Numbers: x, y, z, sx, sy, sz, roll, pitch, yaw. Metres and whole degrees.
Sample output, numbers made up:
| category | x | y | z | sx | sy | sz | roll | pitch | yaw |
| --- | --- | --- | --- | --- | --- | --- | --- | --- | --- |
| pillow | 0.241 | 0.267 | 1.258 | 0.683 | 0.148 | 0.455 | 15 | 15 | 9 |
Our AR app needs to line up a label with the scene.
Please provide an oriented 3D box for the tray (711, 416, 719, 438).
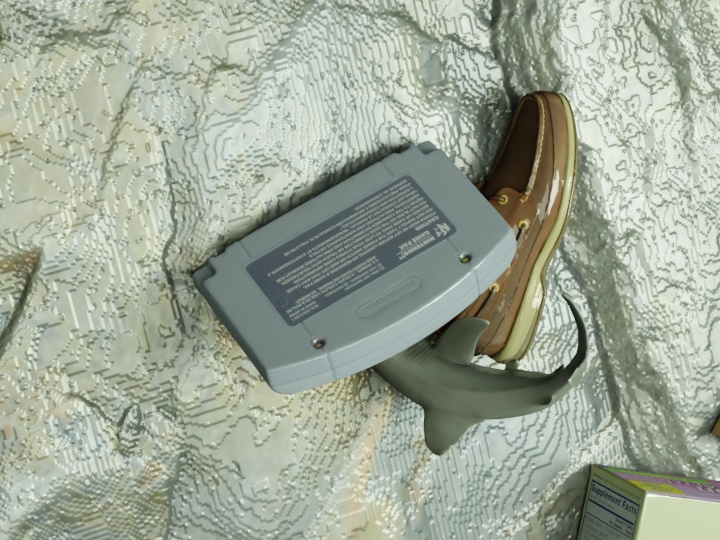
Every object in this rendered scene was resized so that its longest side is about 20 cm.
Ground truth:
| category | x | y | z | sx | sy | sz | roll | pitch | yaw |
| --- | --- | --- | --- | --- | --- | --- | --- | --- | --- |
| tray | 0.363 | 0.063 | 1.587 | 0.099 | 0.037 | 0.200 | 30 | 88 | -20 |

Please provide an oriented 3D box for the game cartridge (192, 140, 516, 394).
| category | x | y | z | sx | sy | sz | roll | pitch | yaw |
| --- | --- | --- | --- | --- | --- | --- | --- | --- | --- |
| game cartridge | 0.000 | 0.000 | 1.407 | 0.200 | 0.133 | 0.041 | -30 | 139 | -12 |

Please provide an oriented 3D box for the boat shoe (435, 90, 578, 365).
| category | x | y | z | sx | sy | sz | roll | pitch | yaw |
| --- | --- | --- | --- | --- | --- | --- | --- | --- | --- |
| boat shoe | 0.104 | -0.033 | 1.466 | 0.067 | 0.072 | 0.201 | 11 | 96 | -22 |

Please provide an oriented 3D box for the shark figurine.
| category | x | y | z | sx | sy | sz | roll | pitch | yaw |
| --- | --- | --- | --- | --- | --- | --- | --- | --- | --- |
| shark figurine | 0.084 | 0.090 | 1.419 | 0.090 | 0.214 | 0.128 | -56 | 131 | -34 |

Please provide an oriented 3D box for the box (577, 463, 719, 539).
| category | x | y | z | sx | sy | sz | roll | pitch | yaw |
| --- | --- | --- | --- | --- | --- | --- | --- | --- | --- |
| box | 0.251 | 0.262 | 1.544 | 0.175 | 0.097 | 0.201 | 9 | 95 | -19 |
